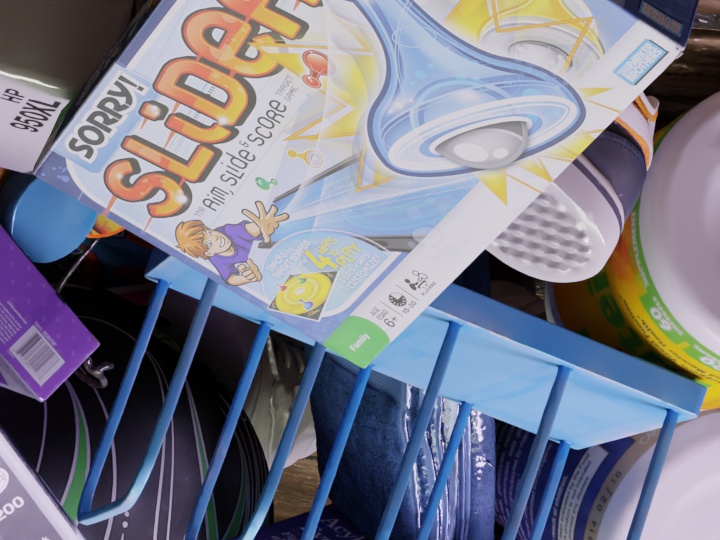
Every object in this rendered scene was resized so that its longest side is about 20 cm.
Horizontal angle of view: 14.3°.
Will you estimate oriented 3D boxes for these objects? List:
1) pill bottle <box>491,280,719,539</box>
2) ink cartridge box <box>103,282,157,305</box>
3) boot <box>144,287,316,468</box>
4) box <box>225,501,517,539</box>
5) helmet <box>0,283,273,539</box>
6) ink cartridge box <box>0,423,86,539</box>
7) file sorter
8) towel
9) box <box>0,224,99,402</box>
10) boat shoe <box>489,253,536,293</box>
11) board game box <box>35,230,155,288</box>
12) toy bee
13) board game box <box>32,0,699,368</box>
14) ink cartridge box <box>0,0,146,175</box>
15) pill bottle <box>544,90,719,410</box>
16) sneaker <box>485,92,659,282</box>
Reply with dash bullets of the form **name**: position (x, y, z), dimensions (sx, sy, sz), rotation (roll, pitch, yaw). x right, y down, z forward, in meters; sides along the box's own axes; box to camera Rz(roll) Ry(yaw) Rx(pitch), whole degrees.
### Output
- **pill bottle**: position (0.105, 0.079, 1.311), dimensions (0.111, 0.111, 0.200), rotation (20, -170, -37)
- **ink cartridge box**: position (-0.191, 0.041, 1.528), dimensions (0.119, 0.042, 0.200), rotation (-9, 175, -26)
- **boot**: position (-0.056, 0.047, 1.467), dimensions (0.074, 0.096, 0.200), rotation (41, 148, 21)
- **box**: position (0.041, 0.179, 1.335), dimensions (0.148, 0.104, 0.200), rotation (32, -149, 33)
- **helmet**: position (-0.137, 0.124, 1.362), dimensions (0.191, 0.200, 0.200), rotation (54, -168, 30)
- **ink cartridge box**: position (-0.195, 0.030, 1.147), dimensions (0.198, 0.043, 0.200), rotation (43, 169, 41)
- **file sorter**: position (0.004, 0.071, 1.120), dimensions (0.200, 0.123, 0.139), rotation (22, 166, -11)
- **towel**: position (0.012, 0.036, 1.267), dimensions (0.049, 0.200, 0.112), rotation (-25, -140, -27)
- **box**: position (-0.207, -0.036, 1.212), dimensions (0.200, 0.039, 0.137), rotation (53, 161, -24)
- **boat shoe**: position (0.000, 0.000, 1.387), dimensions (0.068, 0.072, 0.200), rotation (0, 164, 40)
- **board game box**: position (-0.105, -0.012, 1.499), dimensions (0.200, 0.045, 0.152), rotation (14, 168, -11)
- **toy bee**: position (-0.129, -0.056, 1.241), dimensions (0.131, 0.109, 0.200), rotation (40, 164, 21)
- **board game box**: position (-0.003, -0.060, 0.913), dimensions (0.135, 0.034, 0.200), rotation (31, 138, -11)
- **ink cartridge box**: position (-0.079, -0.079, 1.057), dimensions (0.200, 0.084, 0.145), rotation (15, 167, -14)
- **pill bottle**: position (0.138, -0.002, 1.146), dimensions (0.111, 0.111, 0.200), rotation (13, 168, -9)
- **sneaker**: position (0.025, -0.088, 0.965), dimensions (0.078, 0.079, 0.200), rotation (-11, 131, 47)
